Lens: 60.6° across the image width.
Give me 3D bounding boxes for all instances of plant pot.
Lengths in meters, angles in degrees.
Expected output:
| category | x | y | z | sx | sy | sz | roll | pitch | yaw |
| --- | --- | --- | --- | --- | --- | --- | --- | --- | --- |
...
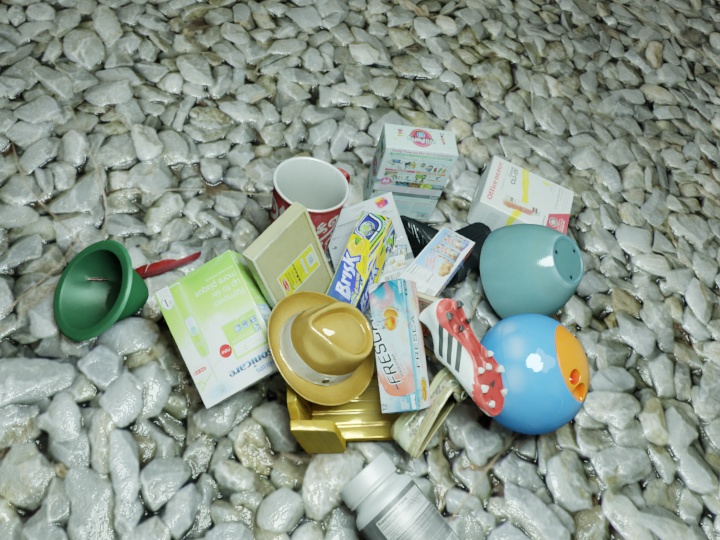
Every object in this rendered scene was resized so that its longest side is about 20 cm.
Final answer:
| category | x | y | z | sx | sy | sz | roll | pitch | yaw |
| --- | --- | --- | --- | --- | --- | --- | --- | --- | --- |
| plant pot | 0.345 | -0.004 | 1.182 | 0.196 | 0.134 | 0.205 | 11 | 70 | -32 |

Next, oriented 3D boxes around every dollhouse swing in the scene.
| category | x | y | z | sx | sy | sz | roll | pitch | yaw |
| --- | --- | --- | --- | --- | --- | --- | --- | --- | --- |
| dollhouse swing | -0.019 | 0.177 | 1.015 | 0.171 | 0.183 | 0.204 | -7 | 59 | 5 |

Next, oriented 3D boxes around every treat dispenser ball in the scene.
| category | x | y | z | sx | sy | sz | roll | pitch | yaw |
| --- | --- | --- | --- | --- | --- | --- | --- | --- | --- |
| treat dispenser ball | 0.293 | 0.177 | 1.065 | 0.196 | 0.202 | 0.205 | 6 | 58 | -10 |

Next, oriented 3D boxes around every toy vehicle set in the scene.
| category | x | y | z | sx | sy | sz | roll | pitch | yaw |
| --- | --- | --- | --- | --- | --- | --- | --- | --- | --- |
| toy vehicle set | -0.111 | 0.001 | 1.023 | 0.026 | 0.202 | 0.124 | 28 | 63 | 33 |

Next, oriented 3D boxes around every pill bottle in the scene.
| category | x | y | z | sx | sy | sz | roll | pitch | yaw |
| --- | --- | --- | --- | --- | --- | --- | --- | --- | --- |
| pill bottle | 0.064 | 0.388 | 0.935 | 0.113 | 0.114 | 0.201 | -33 | 72 | -28 |

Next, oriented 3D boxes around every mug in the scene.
| category | x | y | z | sx | sy | sz | roll | pitch | yaw |
| --- | --- | --- | --- | --- | --- | --- | --- | --- | --- |
| mug | -0.087 | -0.086 | 1.119 | 0.174 | 0.202 | 0.135 | -12 | 54 | -28 |

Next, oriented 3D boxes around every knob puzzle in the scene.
| category | x | y | z | sx | sy | sz | roll | pitch | yaw |
| --- | --- | --- | --- | --- | --- | --- | --- | --- | --- |
| knob puzzle | 0.112 | 0.102 | 1.065 | 0.217 | 0.221 | 0.031 | 35 | 64 | 8 |

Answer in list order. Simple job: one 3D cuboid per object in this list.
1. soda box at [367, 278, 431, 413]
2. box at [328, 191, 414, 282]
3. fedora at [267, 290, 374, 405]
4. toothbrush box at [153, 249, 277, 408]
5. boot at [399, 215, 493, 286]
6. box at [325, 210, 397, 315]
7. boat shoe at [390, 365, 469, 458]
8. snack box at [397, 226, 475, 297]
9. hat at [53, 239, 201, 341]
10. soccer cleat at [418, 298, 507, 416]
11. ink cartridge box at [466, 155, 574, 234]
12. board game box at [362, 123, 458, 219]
| category | x | y | z | sx | sy | sz | roll | pitch | yaw |
| --- | --- | --- | --- | --- | --- | --- | --- | --- | --- |
| soda box | 0.062 | 0.119 | 0.973 | 0.062 | 0.068 | 0.205 | -11 | 79 | 24 |
| box | 0.019 | -0.037 | 1.188 | 0.152 | 0.041 | 0.204 | -19 | 64 | 2 |
| fedora | -0.044 | 0.105 | 0.946 | 0.197 | 0.082 | 0.205 | 21 | 51 | -28 |
| toothbrush box | -0.217 | 0.093 | 0.996 | 0.143 | 0.086 | 0.203 | -27 | 85 | 3 |
| boot | 0.181 | -0.060 | 1.255 | 0.166 | 0.078 | 0.199 | -23 | 51 | -39 |
| box | 0.000 | 0.000 | 1.112 | 0.063 | 0.070 | 0.204 | 14 | 69 | 21 |
| boat shoe | 0.136 | 0.218 | 1.011 | 0.200 | 0.074 | 0.063 | -46 | 56 | -7 |
| snack box | 0.137 | -0.009 | 1.114 | 0.071 | 0.025 | 0.200 | 28 | 45 | 18 |
| hat | -0.396 | 0.050 | 1.076 | 0.197 | 0.176 | 0.169 | -25 | 64 | 16 |
| soccer cleat | 0.161 | 0.137 | 0.969 | 0.068 | 0.085 | 0.203 | -34 | 97 | -37 |
| ink cartridge box | 0.346 | -0.137 | 1.334 | 0.196 | 0.084 | 0.147 | 24 | 57 | 1 |
| board game box | 0.095 | -0.192 | 1.233 | 0.144 | 0.201 | 0.066 | 4 | 58 | -11 |
